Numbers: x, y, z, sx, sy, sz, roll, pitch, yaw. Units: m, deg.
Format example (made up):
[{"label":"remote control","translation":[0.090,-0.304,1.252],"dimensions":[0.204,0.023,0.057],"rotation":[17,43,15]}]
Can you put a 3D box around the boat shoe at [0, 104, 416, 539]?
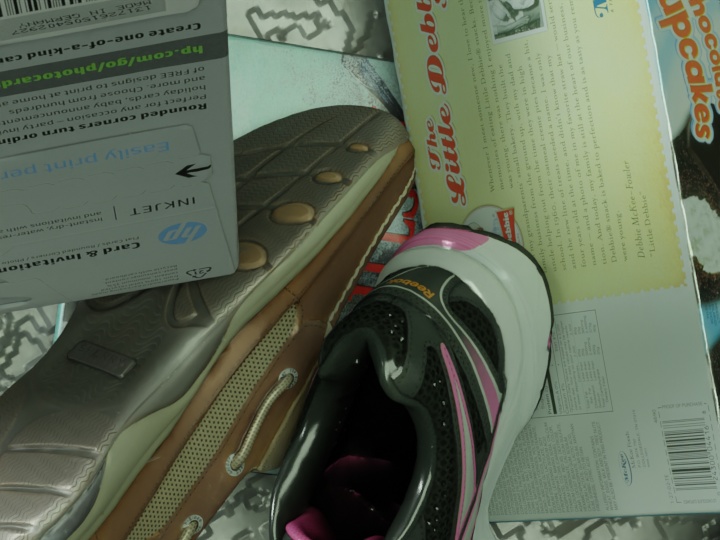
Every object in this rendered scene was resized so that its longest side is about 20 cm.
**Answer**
[{"label":"boat shoe","translation":[-0.050,0.031,0.739],"dimensions":[0.200,0.076,0.072],"rotation":[-48,130,-16]}]

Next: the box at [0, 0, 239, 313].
[{"label":"box","translation":[-0.112,-0.040,0.611],"dimensions":[0.155,0.200,0.041],"rotation":[-10,67,-5]}]

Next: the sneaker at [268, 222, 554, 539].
[{"label":"sneaker","translation":[0.001,0.088,0.724],"dimensions":[0.080,0.086,0.202],"rotation":[13,112,28]}]

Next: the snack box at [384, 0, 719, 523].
[{"label":"snack box","translation":[0.068,-0.024,0.731],"dimensions":[0.037,0.116,0.202],"rotation":[-10,91,-40]}]

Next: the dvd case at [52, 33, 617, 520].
[{"label":"dvd case","translation":[0.000,0.000,0.787],"dimensions":[0.198,0.022,0.147],"rotation":[9,87,-11]}]
